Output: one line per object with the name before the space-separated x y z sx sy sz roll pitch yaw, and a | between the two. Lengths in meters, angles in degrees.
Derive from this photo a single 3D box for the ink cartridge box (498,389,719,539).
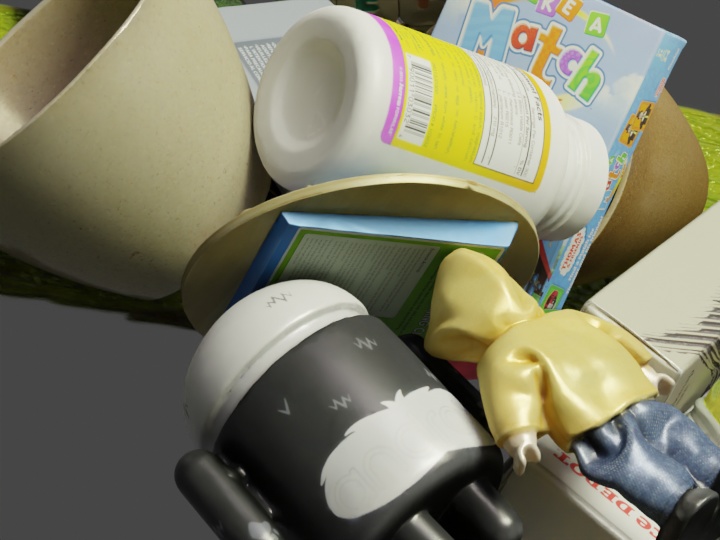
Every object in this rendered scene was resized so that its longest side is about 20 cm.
ink cartridge box | 0.164 0.138 1.461 0.145 0.085 0.200 38 35 13

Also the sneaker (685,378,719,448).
sneaker | 0.273 0.076 1.474 0.199 0.091 0.078 -3 43 -46

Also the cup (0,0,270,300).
cup | -0.132 -0.069 1.431 0.143 0.200 0.201 46 27 -20

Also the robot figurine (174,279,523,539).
robot figurine | -0.006 0.097 1.344 0.200 0.125 0.150 46 11 23

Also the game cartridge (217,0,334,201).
game cartridge | -0.018 -0.080 1.527 0.133 0.041 0.201 -12 55 -32

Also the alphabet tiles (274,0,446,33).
alphabet tiles | 0.045 -0.162 1.662 0.198 0.196 0.015 -1 59 2

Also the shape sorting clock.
shape sorting clock | 0.000 0.000 1.412 0.199 0.200 0.039 12 55 -27

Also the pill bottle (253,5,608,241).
pill bottle | 0.045 -0.073 1.434 0.199 0.104 0.105 16 33 -39

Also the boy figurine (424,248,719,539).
boy figurine | 0.105 0.067 1.326 0.200 0.065 0.124 39 42 20

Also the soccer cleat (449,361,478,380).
soccer cleat | -0.001 -0.001 1.533 0.199 0.067 0.077 25 43 -2

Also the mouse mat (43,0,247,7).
mouse mat | -0.129 -0.165 1.642 0.160 0.008 0.200 6 20 -25

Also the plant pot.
plant pot | 0.140 -0.070 1.662 0.187 0.187 0.199 50 21 28

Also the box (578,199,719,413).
box | 0.178 0.033 1.465 0.068 0.082 0.200 37 34 14

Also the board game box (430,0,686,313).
board game box | 0.090 -0.079 1.555 0.151 0.201 0.037 30 9 33
